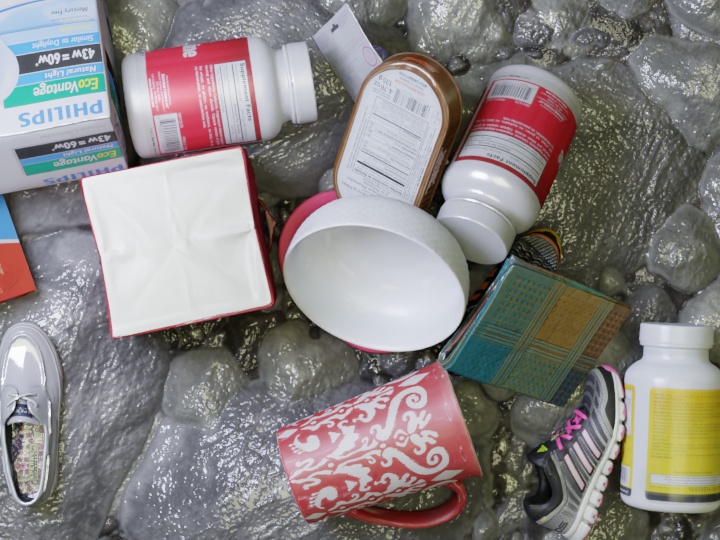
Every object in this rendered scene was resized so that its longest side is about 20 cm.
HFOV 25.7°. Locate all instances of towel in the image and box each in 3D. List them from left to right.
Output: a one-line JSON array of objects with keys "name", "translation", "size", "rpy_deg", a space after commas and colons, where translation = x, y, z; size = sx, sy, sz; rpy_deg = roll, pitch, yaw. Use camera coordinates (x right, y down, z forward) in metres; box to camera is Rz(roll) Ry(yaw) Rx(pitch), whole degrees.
[{"name": "towel", "translation": [0.190, 0.069, 1.703], "size": [0.199, 0.022, 0.147], "rpy_deg": [19, 113, -39]}]

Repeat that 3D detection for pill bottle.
[{"name": "pill bottle", "translation": [-0.150, -0.190, 1.699], "size": [0.198, 0.112, 0.113], "rpy_deg": [-8, 91, -3]}, {"name": "pill bottle", "translation": [0.155, -0.112, 1.691], "size": [0.112, 0.112, 0.201], "rpy_deg": [28, 65, -3]}, {"name": "pill bottle", "translation": [0.345, 0.160, 1.737], "size": [0.111, 0.112, 0.202], "rpy_deg": [2, 91, -3]}]

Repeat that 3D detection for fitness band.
[{"name": "fitness band", "translation": [0.000, 0.000, 1.757], "size": [0.200, 0.037, 0.144], "rpy_deg": [42, 91, -2]}]

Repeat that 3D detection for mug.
[{"name": "mug", "translation": [0.026, 0.212, 1.714], "size": [0.198, 0.133, 0.179], "rpy_deg": [-19, 91, 2]}]

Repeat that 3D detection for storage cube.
[{"name": "storage cube", "translation": [-0.187, -0.031, 1.673], "size": [0.198, 0.180, 0.173], "rpy_deg": [-11, 91, -2]}]

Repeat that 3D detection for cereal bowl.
[{"name": "cereal bowl", "translation": [0.022, -0.009, 1.666], "size": [0.199, 0.201, 0.084], "rpy_deg": [21, 50, -3]}]

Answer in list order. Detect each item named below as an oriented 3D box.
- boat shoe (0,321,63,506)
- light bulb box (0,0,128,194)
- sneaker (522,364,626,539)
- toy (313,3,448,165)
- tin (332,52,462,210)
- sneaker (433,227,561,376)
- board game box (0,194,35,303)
[{"name": "boat shoe", "translation": [-0.366, 0.158, 1.720], "size": [0.071, 0.069, 0.202], "rpy_deg": [3, 91, -3]}, {"name": "light bulb box", "translation": [-0.357, -0.201, 1.658], "size": [0.196, 0.125, 0.202], "rpy_deg": [-11, 67, -3]}, {"name": "sneaker", "translation": [0.233, 0.199, 1.751], "size": [0.087, 0.074, 0.202], "rpy_deg": [14, 95, -9]}, {"name": "toy", "translation": [0.033, -0.195, 1.723], "size": [0.047, 0.115, 0.201], "rpy_deg": [-30, 91, -23]}, {"name": "tin", "translation": [0.036, -0.133, 1.668], "size": [0.111, 0.042, 0.201], "rpy_deg": [31, 122, 18]}, {"name": "sneaker", "translation": [0.160, 0.035, 1.750], "size": [0.070, 0.090, 0.201], "rpy_deg": [38, 115, 5]}, {"name": "board game box", "translation": [-0.458, -0.020, 1.669], "size": [0.199, 0.040, 0.154], "rpy_deg": [-22, 93, -43]}]
